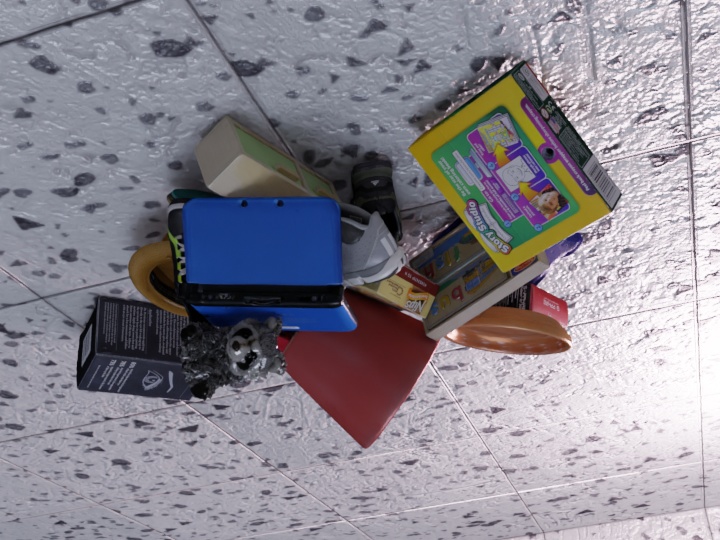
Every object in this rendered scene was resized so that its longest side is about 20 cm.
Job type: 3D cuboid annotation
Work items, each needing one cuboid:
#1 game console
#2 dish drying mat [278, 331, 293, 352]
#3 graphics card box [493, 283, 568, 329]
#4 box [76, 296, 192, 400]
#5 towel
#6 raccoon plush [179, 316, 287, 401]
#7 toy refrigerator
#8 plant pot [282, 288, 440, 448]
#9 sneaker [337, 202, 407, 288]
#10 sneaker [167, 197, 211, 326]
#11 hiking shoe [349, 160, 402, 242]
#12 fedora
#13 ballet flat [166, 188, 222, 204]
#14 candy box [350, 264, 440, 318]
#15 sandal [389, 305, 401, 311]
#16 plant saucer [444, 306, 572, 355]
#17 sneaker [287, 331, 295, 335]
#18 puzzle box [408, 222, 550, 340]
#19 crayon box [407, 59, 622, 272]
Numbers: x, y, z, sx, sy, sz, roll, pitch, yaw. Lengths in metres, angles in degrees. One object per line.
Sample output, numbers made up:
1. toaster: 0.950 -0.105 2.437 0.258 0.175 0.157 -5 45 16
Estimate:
1. game console: -0.109 -0.004 1.209 0.198 0.119 0.171 1 160 12
2. dish drying mat: -0.113 0.117 1.539 0.076 0.018 0.200 17 166 21
3. graphics card box: 0.214 0.061 1.550 0.199 0.051 0.125 -5 163 38
4. box: -0.352 0.133 1.602 0.199 0.105 0.148 10 147 -25
5. towel: 0.212 -0.038 1.452 0.199 0.050 0.148 13 139 -28
6. raccoon plush: -0.148 0.096 1.251 0.133 0.097 0.200 -12 -173 7
7. toy refrigerator: -0.108 -0.111 1.226 0.070 0.076 0.200 -41 138 19
8. plant pot: -0.008 0.124 1.395 0.177 0.201 0.201 34 145 1
9. sneaker: -0.046 -0.030 1.247 0.199 0.075 0.116 -19 110 26
10. sneaker: -0.209 -0.001 1.264 0.071 0.083 0.201 -1 132 7
11. hiking shoe: 0.019 -0.059 1.322 0.075 0.101 0.200 -7 151 3
12. fedora: -0.229 -0.007 1.395 0.199 0.082 0.201 3 145 2
13. ballet flat: -0.167 -0.062 1.314 0.199 0.071 0.071 6 149 -24
14. candy box: 0.000 0.000 1.363 0.199 0.056 0.115 22 174 45
15. sandal: 0.001 0.041 1.555 0.199 0.043 0.076 9 148 -23
16. plant saucer: 0.223 0.091 1.483 0.199 0.038 0.200 7 166 2
17. sneaker: -0.083 0.078 1.526 0.199 0.071 0.099 14 174 7
18. puzzle box: 0.156 -0.008 1.323 0.200 0.134 0.025 -37 137 28
19. crayon box: 0.184 -0.120 1.174 0.172 0.058 0.200 -32 100 41
